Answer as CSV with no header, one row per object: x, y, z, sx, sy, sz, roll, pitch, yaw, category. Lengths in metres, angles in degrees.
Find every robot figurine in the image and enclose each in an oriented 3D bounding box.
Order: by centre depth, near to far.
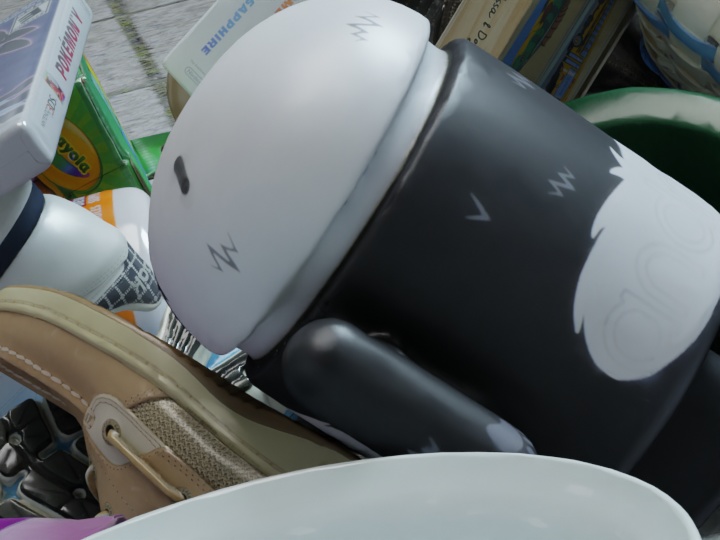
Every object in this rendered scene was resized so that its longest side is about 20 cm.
0.031,0.005,0.691,0.125,0.199,0.150,-59,9,-9,robot figurine

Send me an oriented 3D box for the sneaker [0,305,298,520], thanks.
-0.074,0.076,0.824,0.078,0.090,0.200,37,56,19,sneaker

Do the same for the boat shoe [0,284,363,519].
-0.058,0.065,0.723,0.199,0.071,0.065,27,81,37,boat shoe

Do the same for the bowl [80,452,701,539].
-0.011,0.121,0.530,0.199,0.091,0.201,-12,15,3,bowl

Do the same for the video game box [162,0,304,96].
-0.001,-0.151,1.127,0.182,0.047,0.200,-44,-5,9,video game box

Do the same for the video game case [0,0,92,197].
-0.196,-0.029,0.878,0.199,0.023,0.183,-30,20,10,video game case

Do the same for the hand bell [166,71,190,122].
-0.071,-0.072,1.361,0.103,0.105,0.200,-12,26,5,hand bell

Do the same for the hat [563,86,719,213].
0.112,0.042,0.864,0.164,0.176,0.201,-3,56,15,hat

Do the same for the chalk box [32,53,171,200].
-0.151,-0.026,1.041,0.199,0.125,0.125,-29,20,-4,chalk box

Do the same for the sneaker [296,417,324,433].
0.000,0.000,0.978,0.075,0.092,0.200,-12,13,9,sneaker

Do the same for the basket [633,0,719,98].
0.199,-0.089,0.900,0.139,0.176,0.200,-47,-23,4,basket

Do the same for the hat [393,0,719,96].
0.092,-0.090,0.989,0.199,0.202,0.081,-14,-11,-6,hat

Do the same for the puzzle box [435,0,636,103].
0.063,-0.081,0.880,0.025,0.201,0.133,34,9,17,puzzle box

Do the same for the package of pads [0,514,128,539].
-0.166,0.126,0.680,0.198,0.076,0.120,-5,18,29,package of pads

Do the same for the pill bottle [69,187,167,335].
-0.168,0.042,0.920,0.198,0.114,0.113,-14,14,-3,pill bottle

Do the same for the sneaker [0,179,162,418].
-0.156,0.061,0.834,0.200,0.080,0.076,-52,24,7,sneaker
